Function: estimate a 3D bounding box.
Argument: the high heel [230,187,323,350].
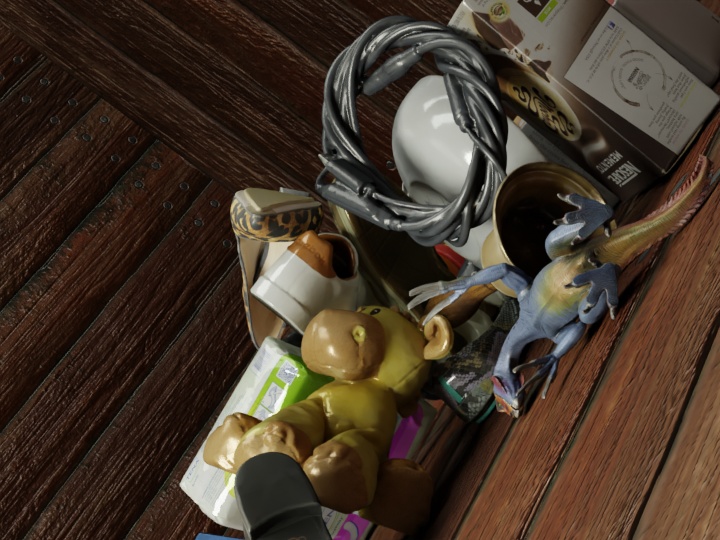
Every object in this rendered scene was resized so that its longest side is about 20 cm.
[{"bbox_3d":[-0.074,0.006,1.465,0.200,0.071,0.143,-27,-52,-82],"label":"high heel"}]

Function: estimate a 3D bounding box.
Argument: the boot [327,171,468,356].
[{"bbox_3d":[0.000,0.000,1.528,0.154,0.200,0.072,-3,41,49],"label":"boot"}]

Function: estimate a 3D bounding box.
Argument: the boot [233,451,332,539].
[{"bbox_3d":[-0.036,0.234,1.216,0.175,0.069,0.201,85,171,-54],"label":"boot"}]

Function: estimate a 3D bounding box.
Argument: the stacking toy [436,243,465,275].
[{"bbox_3d":[0.093,0.019,1.856,0.200,0.146,0.146,-30,-18,-50],"label":"stacking toy"}]

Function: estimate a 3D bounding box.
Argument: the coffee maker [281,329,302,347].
[{"bbox_3d":[-0.049,0.144,1.853,0.134,0.193,0.200,-11,19,1],"label":"coffee maker"}]

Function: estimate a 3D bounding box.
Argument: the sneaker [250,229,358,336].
[{"bbox_3d":[-0.021,0.022,1.450,0.085,0.073,0.200,-54,-18,-5],"label":"sneaker"}]

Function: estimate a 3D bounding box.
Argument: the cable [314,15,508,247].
[{"bbox_3d":[0.048,-0.106,1.371,0.051,0.200,0.164,12,-80,-47],"label":"cable"}]

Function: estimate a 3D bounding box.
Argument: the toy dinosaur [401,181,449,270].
[{"bbox_3d":[0.053,0.019,1.656,0.102,0.201,0.077,-33,26,-25],"label":"toy dinosaur"}]

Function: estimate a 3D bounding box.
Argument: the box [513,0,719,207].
[{"bbox_3d":[0.212,-0.145,1.538,0.200,0.106,0.152,-54,1,27],"label":"box"}]

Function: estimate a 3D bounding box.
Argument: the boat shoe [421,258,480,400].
[{"bbox_3d":[0.109,0.032,1.601,0.060,0.075,0.201,-55,-11,-67],"label":"boat shoe"}]

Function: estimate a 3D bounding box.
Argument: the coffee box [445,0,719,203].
[{"bbox_3d":[0.165,-0.153,1.379,0.080,0.200,0.113,-51,0,-13],"label":"coffee box"}]

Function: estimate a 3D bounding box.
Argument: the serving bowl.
[{"bbox_3d":[0.091,-0.061,1.458,0.066,0.200,0.200,-41,-2,-14],"label":"serving bowl"}]

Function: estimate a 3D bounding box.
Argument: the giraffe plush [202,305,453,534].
[{"bbox_3d":[-0.001,0.099,1.346,0.200,0.172,0.163,31,-104,-62],"label":"giraffe plush"}]

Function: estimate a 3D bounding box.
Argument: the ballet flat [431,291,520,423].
[{"bbox_3d":[0.099,0.049,1.452,0.072,0.072,0.200,-53,1,30],"label":"ballet flat"}]

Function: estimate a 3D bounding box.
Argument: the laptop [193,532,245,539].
[{"bbox_3d":[-0.094,0.270,1.665,0.200,0.116,0.187,-53,2,32],"label":"laptop"}]

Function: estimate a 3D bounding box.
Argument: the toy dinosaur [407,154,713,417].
[{"bbox_3d":[0.141,0.030,1.187,0.199,0.105,0.182,-17,-20,-9],"label":"toy dinosaur"}]

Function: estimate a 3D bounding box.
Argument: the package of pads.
[{"bbox_3d":[-0.043,0.152,1.505,0.200,0.068,0.155,23,-80,-49],"label":"package of pads"}]

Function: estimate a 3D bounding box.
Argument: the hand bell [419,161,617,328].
[{"bbox_3d":[0.096,0.008,1.335,0.104,0.104,0.200,-55,8,-34],"label":"hand bell"}]
